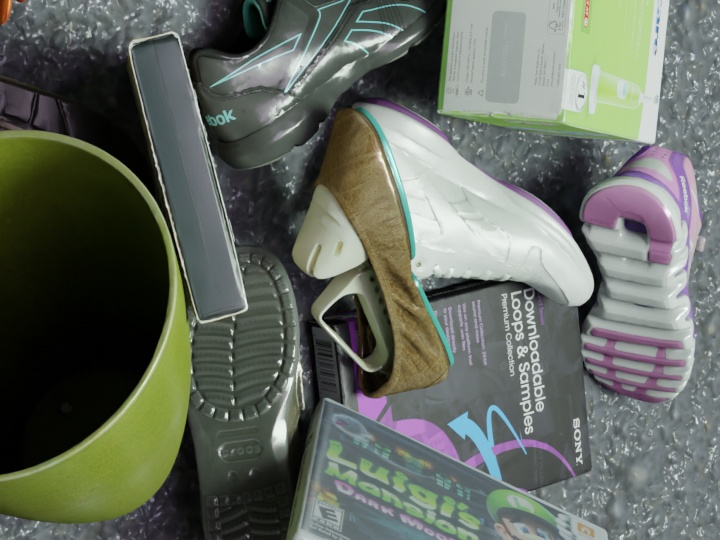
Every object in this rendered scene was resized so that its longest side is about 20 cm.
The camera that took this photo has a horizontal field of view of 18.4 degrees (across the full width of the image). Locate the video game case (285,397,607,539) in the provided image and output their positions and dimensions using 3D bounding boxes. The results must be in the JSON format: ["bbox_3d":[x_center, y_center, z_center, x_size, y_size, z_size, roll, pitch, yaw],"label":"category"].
[{"bbox_3d":[0.055,0.157,1.281,0.199,0.182,0.023,25,110,-6],"label":"video game case"}]

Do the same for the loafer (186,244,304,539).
[{"bbox_3d":[-0.070,0.086,1.327,0.074,0.070,0.202,0,84,0],"label":"loafer"}]

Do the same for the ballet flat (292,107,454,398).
[{"bbox_3d":[0.000,0.000,1.311,0.072,0.068,0.201,-29,131,-14],"label":"ballet flat"}]

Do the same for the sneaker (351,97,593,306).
[{"bbox_3d":[0.056,-0.022,1.398,0.199,0.075,0.100,33,81,-18],"label":"sneaker"}]

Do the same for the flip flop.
[{"bbox_3d":[-0.202,-0.067,1.221,0.199,0.058,0.082,23,86,-20],"label":"flip flop"}]

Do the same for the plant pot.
[{"bbox_3d":[-0.163,0.055,1.172,0.188,0.186,0.200,-58,159,-16],"label":"plant pot"}]

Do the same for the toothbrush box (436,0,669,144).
[{"bbox_3d":[0.125,-0.159,1.373,0.200,0.085,0.147,0,96,-66],"label":"toothbrush box"}]

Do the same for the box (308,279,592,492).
[{"bbox_3d":[0.062,0.083,1.434,0.199,0.036,0.144,-14,103,-35],"label":"box"}]

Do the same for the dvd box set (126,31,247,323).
[{"bbox_3d":[-0.096,-0.051,1.200,0.029,0.200,0.148,-15,93,-5],"label":"dvd box set"}]

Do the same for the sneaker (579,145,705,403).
[{"bbox_3d":[0.194,-0.001,1.473,0.089,0.080,0.201,-59,154,-43],"label":"sneaker"}]

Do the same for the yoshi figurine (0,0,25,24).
[{"bbox_3d":[-0.196,-0.191,1.118,0.112,0.199,0.113,-38,114,-26],"label":"yoshi figurine"}]

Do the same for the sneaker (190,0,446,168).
[{"bbox_3d":[-0.020,-0.147,1.319,0.200,0.075,0.080,-44,114,-25],"label":"sneaker"}]
